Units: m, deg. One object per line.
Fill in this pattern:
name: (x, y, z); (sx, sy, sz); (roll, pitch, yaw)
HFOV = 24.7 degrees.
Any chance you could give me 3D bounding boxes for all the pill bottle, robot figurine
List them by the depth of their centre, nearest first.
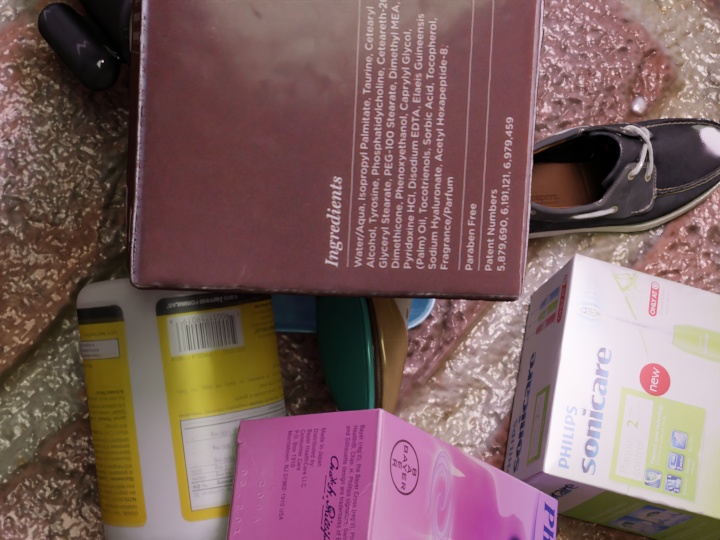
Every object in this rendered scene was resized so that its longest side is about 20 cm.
pill bottle: (-0.096, 0.101, 0.938); (0.111, 0.112, 0.202); (-7, 91, -18)
robot figurine: (-0.114, -0.188, 1.015); (0.124, 0.151, 0.200); (0, 41, -43)

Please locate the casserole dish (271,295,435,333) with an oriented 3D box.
casserole dish: (-0.041, -0.015, 1.044); (0.199, 0.039, 0.122); (2, 72, -14)

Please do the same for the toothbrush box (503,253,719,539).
toothbrush box: (0.204, 0.093, 1.051); (0.199, 0.086, 0.147); (16, 68, -9)

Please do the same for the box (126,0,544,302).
box: (-0.021, -0.078, 0.868); (0.198, 0.166, 0.166); (2, 98, -10)

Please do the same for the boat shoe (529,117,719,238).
boat shoe: (0.173, -0.067, 1.107); (0.199, 0.068, 0.072); (-12, 74, -21)

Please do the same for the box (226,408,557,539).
box: (0.018, 0.190, 0.904); (0.200, 0.096, 0.177); (33, 57, -50)

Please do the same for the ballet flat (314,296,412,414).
ballet flat: (0.000, 0.000, 0.997); (0.063, 0.069, 0.201); (-9, 76, -32)
